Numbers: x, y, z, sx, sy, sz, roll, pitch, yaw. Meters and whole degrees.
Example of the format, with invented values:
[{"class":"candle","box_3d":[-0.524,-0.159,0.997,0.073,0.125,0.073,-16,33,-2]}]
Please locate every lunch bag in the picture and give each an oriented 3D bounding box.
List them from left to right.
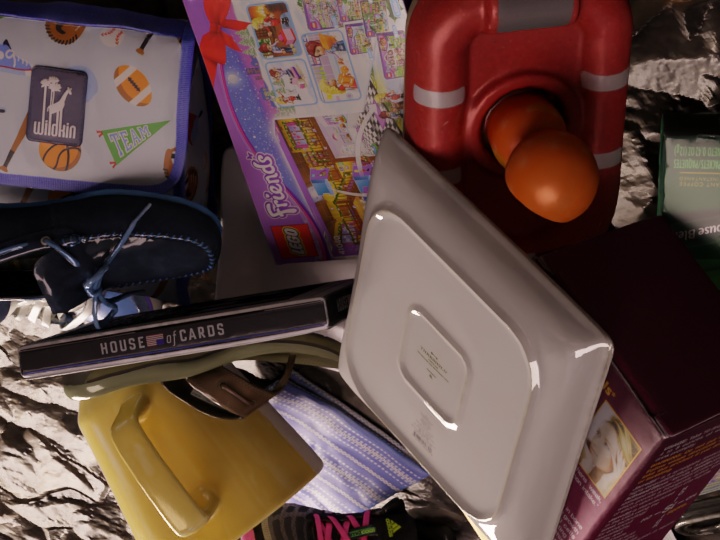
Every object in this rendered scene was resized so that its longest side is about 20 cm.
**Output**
[{"class":"lunch bag","box_3d":[-0.181,-0.082,1.226,0.169,0.124,0.201,7,135,2]}]

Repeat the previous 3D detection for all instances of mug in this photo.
[{"class":"mug","box_3d":[-0.122,0.120,1.398,0.154,0.149,0.186,55,156,0]}]

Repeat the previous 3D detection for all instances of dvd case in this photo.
[{"class":"dvd case","box_3d":[-0.102,0.035,1.239,0.198,0.150,0.025,-9,93,11]}]

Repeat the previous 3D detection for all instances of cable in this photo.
[{"class":"cable","box_3d":[0.297,0.168,1.347,0.199,0.051,0.097,-22,157,34]}]

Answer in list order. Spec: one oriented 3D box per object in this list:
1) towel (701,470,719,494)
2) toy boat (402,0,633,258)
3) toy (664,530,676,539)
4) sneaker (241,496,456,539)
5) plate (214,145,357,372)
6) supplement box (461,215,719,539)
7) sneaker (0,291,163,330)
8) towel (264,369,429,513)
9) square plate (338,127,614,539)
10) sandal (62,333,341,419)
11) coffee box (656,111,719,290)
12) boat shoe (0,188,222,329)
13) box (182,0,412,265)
[{"class":"towel","box_3d":[0.229,0.116,1.282,0.199,0.023,0.144,-18,152,13]},{"class":"toy boat","box_3d":[0.095,-0.072,1.080,0.129,0.131,0.201,-7,127,-9]},{"class":"toy","box_3d":[0.191,0.227,1.461,0.115,0.047,0.201,7,137,38]},{"class":"sneaker","box_3d":[-0.001,0.210,1.491,0.199,0.074,0.087,19,137,-38]},{"class":"plate","box_3d":[0.000,0.000,1.313,0.198,0.032,0.201,16,140,7]},{"class":"supplement box","box_3d":[0.137,0.086,1.130,0.131,0.103,0.200,56,144,24]},{"class":"sneaker","box_3d":[-0.245,0.023,1.352,0.200,0.147,0.080,37,138,-18]},{"class":"towel","box_3d":[-0.057,0.159,1.522,0.144,0.024,0.200,35,138,-18]},{"class":"square plate","box_3d":[0.052,0.052,1.107,0.200,0.028,0.199,46,142,32]},{"class":"sandal","box_3d":[-0.104,0.076,1.311,0.199,0.058,0.080,-9,177,-21]},{"class":"coffee box","box_3d":[0.234,0.007,1.145,0.122,0.044,0.201,3,115,6]},{"class":"boat shoe","box_3d":[-0.181,0.001,1.178,0.198,0.069,0.084,-6,141,14]},{"class":"box","box_3d":[-0.014,-0.097,1.175,0.136,0.039,0.201,-4,126,20]}]
